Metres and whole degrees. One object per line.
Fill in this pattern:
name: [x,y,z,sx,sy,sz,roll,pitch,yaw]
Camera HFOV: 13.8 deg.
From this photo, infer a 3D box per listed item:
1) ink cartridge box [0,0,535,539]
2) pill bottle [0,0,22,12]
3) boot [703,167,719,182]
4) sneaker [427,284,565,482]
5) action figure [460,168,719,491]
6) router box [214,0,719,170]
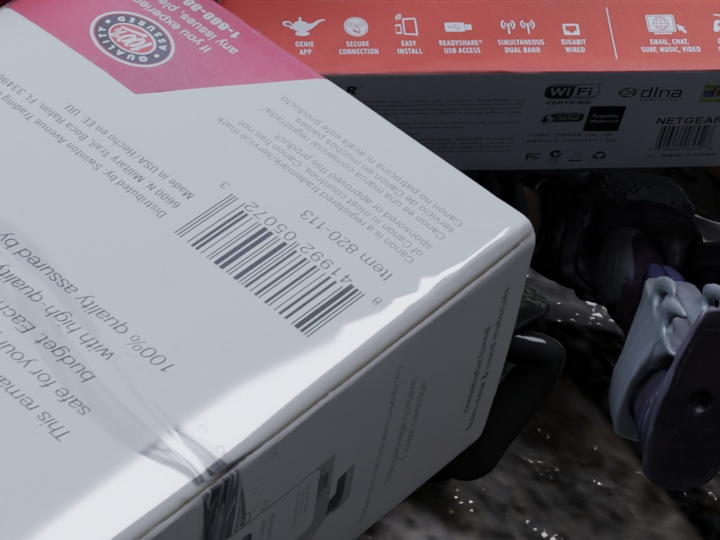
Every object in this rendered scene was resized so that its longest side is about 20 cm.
ink cartridge box: [-0.079,0.024,0.706,0.146,0.083,0.200,36,50,23]
pill bottle: [-0.169,-0.063,0.750,0.109,0.110,0.200,38,60,25]
boot: [0.092,-0.129,1.073,0.200,0.066,0.176,26,56,-36]
sneaker: [0.000,0.000,0.876,0.114,0.076,0.200,21,31,-8]
action figure: [0.093,-0.003,0.888,0.129,0.070,0.200,3,19,-17]
router box: [0.047,-0.115,0.873,0.199,0.049,0.180,-2,57,-9]
